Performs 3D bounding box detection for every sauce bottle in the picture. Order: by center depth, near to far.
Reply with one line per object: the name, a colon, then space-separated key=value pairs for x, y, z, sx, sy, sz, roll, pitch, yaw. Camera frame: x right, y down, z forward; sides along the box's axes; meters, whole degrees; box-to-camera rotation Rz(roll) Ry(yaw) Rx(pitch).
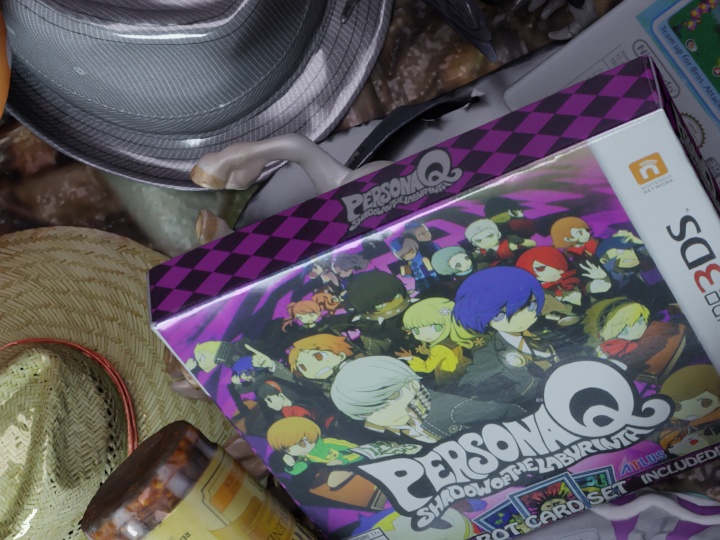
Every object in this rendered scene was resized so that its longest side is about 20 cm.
sauce bottle: x=-0.020 y=0.145 z=0.899 sx=0.066 sy=0.066 sz=0.200 roll=-45 pitch=103 yaw=1

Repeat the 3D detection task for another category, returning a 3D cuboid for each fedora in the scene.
fedora: x=-0.090 y=-0.132 z=0.947 sx=0.200 sy=0.090 sz=0.177 roll=36 pitch=90 yaw=10

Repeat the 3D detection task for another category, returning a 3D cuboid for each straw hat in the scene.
straw hat: x=-0.138 y=0.076 z=0.933 sx=0.201 sy=0.085 sz=0.202 roll=-1 pitch=83 yaw=9

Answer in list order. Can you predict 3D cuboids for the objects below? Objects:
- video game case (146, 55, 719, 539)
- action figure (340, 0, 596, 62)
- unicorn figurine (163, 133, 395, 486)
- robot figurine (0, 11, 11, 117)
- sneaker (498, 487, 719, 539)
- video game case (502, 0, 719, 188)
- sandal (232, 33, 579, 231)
video game case: x=0.051 y=0.028 z=0.850 sx=0.200 sy=0.181 sz=0.036 roll=-22 pitch=42 yaw=14
action figure: x=0.063 y=-0.151 z=0.924 sx=0.200 sy=0.102 sz=0.119 roll=-30 pitch=79 yaw=-12
unicorn figurine: x=0.000 y=0.000 z=0.894 sx=0.137 sy=0.200 sz=0.074 roll=4 pitch=44 yaw=-13
robot figurine: x=-0.216 y=-0.086 z=0.919 sx=0.144 sy=0.200 sz=0.117 roll=-35 pitch=120 yaw=-26
sneaker: x=0.143 y=0.121 z=0.860 sx=0.200 sy=0.140 sz=0.078 roll=2 pitch=84 yaw=8
video game case: x=0.182 y=-0.040 z=0.877 sx=0.182 sy=0.024 sz=0.200 roll=-36 pitch=92 yaw=29
sandal: x=0.027 y=-0.039 z=0.944 sx=0.200 sy=0.043 sz=0.076 roll=-32 pitch=80 yaw=3
